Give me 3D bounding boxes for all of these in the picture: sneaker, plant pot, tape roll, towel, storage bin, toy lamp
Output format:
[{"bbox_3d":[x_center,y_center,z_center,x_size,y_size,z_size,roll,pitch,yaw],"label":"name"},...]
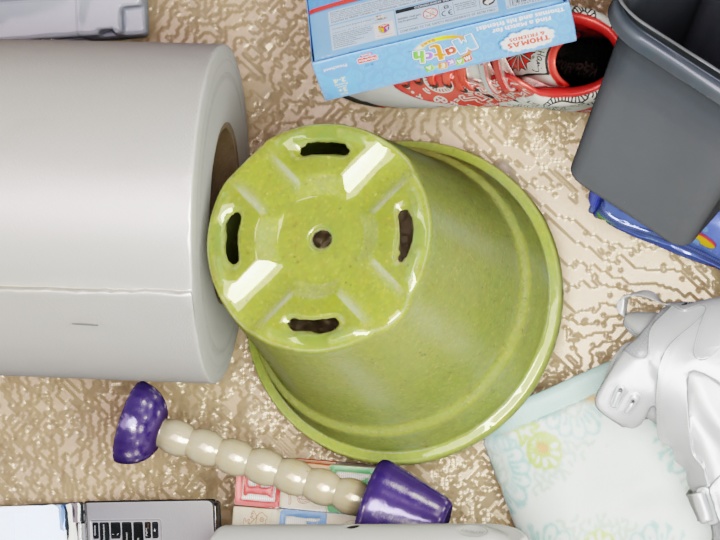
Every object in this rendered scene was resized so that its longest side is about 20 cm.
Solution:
[{"bbox_3d":[0.069,-0.130,1.728,0.201,0.108,0.067,5,88,8],"label":"sneaker"},{"bbox_3d":[0.195,0.106,1.677,0.115,0.075,0.200,5,92,13],"label":"sneaker"},{"bbox_3d":[0.000,0.000,1.672,0.200,0.184,0.201,-4,77,16],"label":"plant pot"},{"bbox_3d":[-0.147,-0.035,1.705,0.139,0.203,0.203,2,88,6],"label":"tape roll"},{"bbox_3d":[0.190,0.129,1.733,0.200,0.048,0.171,-22,84,6],"label":"towel"},{"bbox_3d":[0.196,-0.117,1.632,0.145,0.200,0.134,34,130,11],"label":"storage bin"},{"bbox_3d":[-0.045,0.121,1.699,0.200,0.058,0.058,16,90,10],"label":"toy lamp"}]

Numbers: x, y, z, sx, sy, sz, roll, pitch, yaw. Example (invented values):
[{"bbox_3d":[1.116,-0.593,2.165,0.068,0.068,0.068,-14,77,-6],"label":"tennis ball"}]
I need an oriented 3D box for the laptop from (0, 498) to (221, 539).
[{"bbox_3d":[-0.185,0.235,1.737,0.200,0.116,0.188,-5,87,46],"label":"laptop"}]

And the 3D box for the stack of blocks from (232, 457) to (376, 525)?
[{"bbox_3d":[-0.022,0.215,1.749,0.115,0.059,0.200,4,88,7],"label":"stack of blocks"}]

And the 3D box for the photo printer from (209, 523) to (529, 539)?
[{"bbox_3d":[0.019,0.224,1.644,0.200,0.069,0.167,-1,106,19],"label":"photo printer"}]

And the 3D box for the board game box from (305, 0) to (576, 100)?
[{"bbox_3d":[0.039,-0.196,1.713,0.151,0.037,0.200,-13,47,7],"label":"board game box"}]

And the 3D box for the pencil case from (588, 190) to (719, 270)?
[{"bbox_3d":[0.231,-0.027,1.716,0.200,0.078,0.087,27,54,8],"label":"pencil case"}]

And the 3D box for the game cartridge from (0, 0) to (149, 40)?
[{"bbox_3d":[-0.232,-0.205,1.806,0.200,0.040,0.134,-2,91,7],"label":"game cartridge"}]
